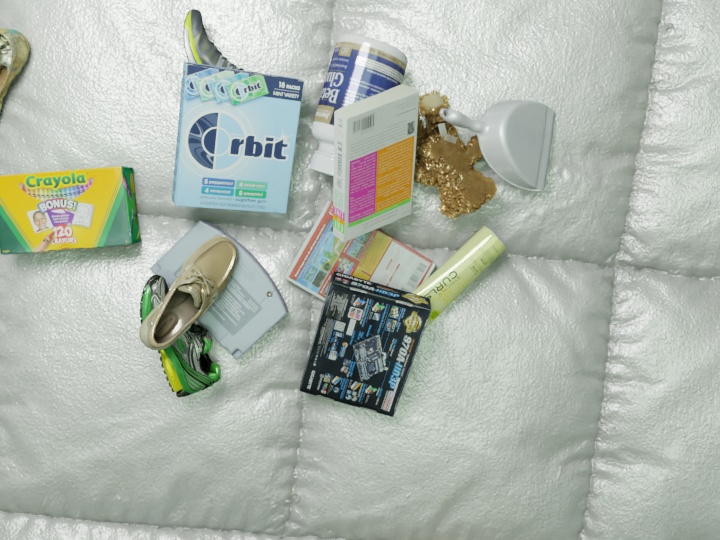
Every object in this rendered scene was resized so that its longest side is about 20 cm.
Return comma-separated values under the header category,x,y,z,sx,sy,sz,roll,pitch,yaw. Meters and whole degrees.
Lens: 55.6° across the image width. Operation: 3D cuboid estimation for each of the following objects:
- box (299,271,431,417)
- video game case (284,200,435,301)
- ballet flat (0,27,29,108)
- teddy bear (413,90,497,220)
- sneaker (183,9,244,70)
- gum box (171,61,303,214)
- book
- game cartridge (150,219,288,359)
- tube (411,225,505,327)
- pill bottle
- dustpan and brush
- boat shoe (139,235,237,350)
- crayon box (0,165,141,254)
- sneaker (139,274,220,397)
category,x,y,z,sx,sy,sz,roll,pitch,yaw
box,0.005,0.117,1.062,0.158,0.046,0.201,15,111,-3
video game case,0.000,0.000,1.088,0.199,0.017,0.143,30,94,-5
ballet flat,-0.566,-0.273,1.019,0.071,0.071,0.200,32,95,-5
teddy bear,0.126,-0.178,1.055,0.200,0.067,0.145,42,76,-5
sneaker,-0.209,-0.295,1.031,0.081,0.074,0.201,-21,104,-6
gum box,-0.181,-0.190,1.003,0.169,0.045,0.201,2,110,-23
book,0.019,-0.149,0.975,0.133,0.048,0.201,-29,140,-33
game cartridge,-0.215,0.025,1.077,0.133,0.040,0.200,-41,96,6
tube,0.142,0.017,1.079,0.200,0.052,0.058,-43,82,4
pill bottle,-0.009,-0.235,1.016,0.111,0.111,0.201,17,95,-3
dustpan and brush,0.205,-0.209,1.029,0.199,0.057,0.140,15,81,-38
boat shoe,-0.243,0.032,0.999,0.072,0.065,0.200,43,68,-18
crayon box,-0.447,-0.093,1.045,0.199,0.058,0.119,-5,96,-1
sneaker,-0.276,0.095,1.056,0.085,0.078,0.201,-18,110,7
